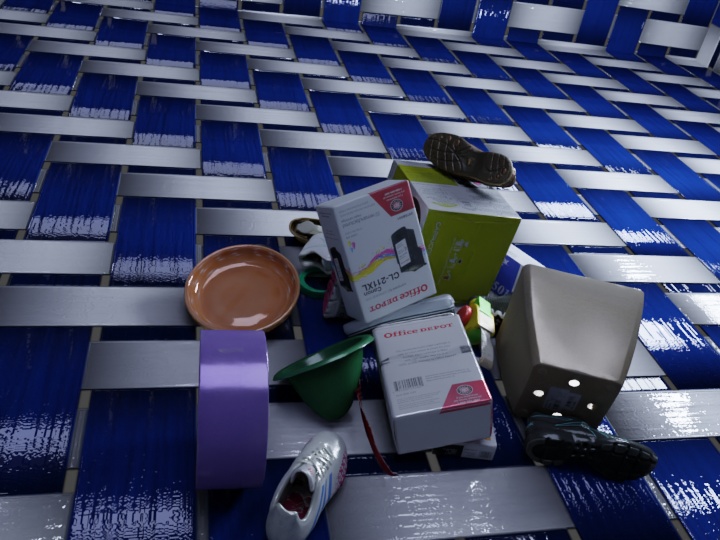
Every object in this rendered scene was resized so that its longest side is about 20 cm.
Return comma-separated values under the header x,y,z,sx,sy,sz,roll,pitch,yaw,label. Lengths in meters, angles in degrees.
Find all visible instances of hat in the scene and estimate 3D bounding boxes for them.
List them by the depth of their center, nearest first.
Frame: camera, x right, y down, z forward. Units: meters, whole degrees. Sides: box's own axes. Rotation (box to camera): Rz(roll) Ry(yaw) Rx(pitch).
x,y,z,sx,sy,sz,roll,pitch,yaw,label
-0.028,0.211,1.051,0.164,0.178,0.200,-22,1,17,hat

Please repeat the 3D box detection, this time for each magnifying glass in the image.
x,y,z,sx,sy,sz,roll,pitch,yaw,label
-0.035,0.008,1.357,0.199,0.023,0.079,-21,45,-36,magnifying glass

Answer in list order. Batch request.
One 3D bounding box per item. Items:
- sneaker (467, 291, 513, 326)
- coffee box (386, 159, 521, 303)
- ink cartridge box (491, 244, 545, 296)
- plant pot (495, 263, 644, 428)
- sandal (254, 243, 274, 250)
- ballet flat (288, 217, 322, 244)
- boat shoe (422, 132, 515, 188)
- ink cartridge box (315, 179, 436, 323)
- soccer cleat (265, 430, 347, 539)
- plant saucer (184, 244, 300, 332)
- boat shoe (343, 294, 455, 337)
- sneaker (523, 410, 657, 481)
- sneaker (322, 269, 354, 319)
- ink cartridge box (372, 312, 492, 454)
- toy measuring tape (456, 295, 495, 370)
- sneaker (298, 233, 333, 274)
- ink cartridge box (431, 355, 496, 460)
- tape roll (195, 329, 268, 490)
x,y,z,sx,sy,sz,roll,pitch,yaw,label
0.298,0.062,1.281,0.198,0.066,0.091,12,75,27,sneaker
0.152,-0.073,1.347,0.198,0.201,0.198,4,33,-23,coffee box
0.320,0.027,1.360,0.044,0.095,0.200,-17,42,-35,ink cartridge box
0.331,0.140,1.124,0.198,0.201,0.178,13,44,4,plant pot
-0.185,0.002,1.294,0.074,0.048,0.201,6,35,-6,sandal
-0.059,-0.069,1.387,0.198,0.069,0.063,8,-11,30,ballet flat
0.207,-0.203,1.332,0.199,0.072,0.067,29,-2,32,boat shoe
0.029,-0.034,1.161,0.145,0.202,0.083,-22,15,-20,ink cartridge box
-0.061,0.268,0.905,0.069,0.087,0.200,17,34,10,soccer cleat
-0.203,0.039,1.209,0.198,0.038,0.202,1,49,-2,plant saucer
0.071,0.097,1.203,0.198,0.072,0.072,-13,0,3,boat shoe
0.345,0.255,1.049,0.198,0.076,0.079,13,31,2,sneaker
0.000,0.000,1.241,0.087,0.202,0.074,18,7,-14,sneaker
0.103,0.164,1.052,0.144,0.085,0.201,-10,36,-2,ink cartridge box
0.196,0.116,1.198,0.073,0.074,0.201,11,33,0,toy measuring tape
-0.027,-0.019,1.311,0.198,0.071,0.080,6,30,27,sneaker
0.152,0.207,1.101,0.094,0.037,0.201,7,36,-4,ink cartridge box
-0.169,0.178,0.903,0.084,0.202,0.201,1,35,-13,tape roll
